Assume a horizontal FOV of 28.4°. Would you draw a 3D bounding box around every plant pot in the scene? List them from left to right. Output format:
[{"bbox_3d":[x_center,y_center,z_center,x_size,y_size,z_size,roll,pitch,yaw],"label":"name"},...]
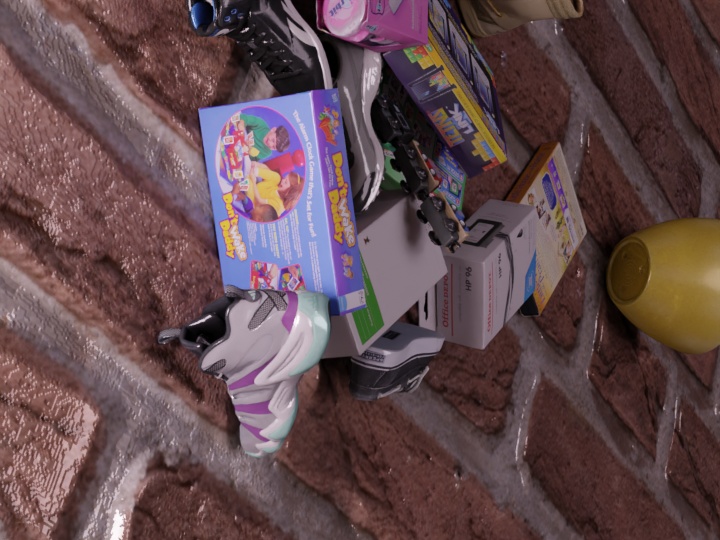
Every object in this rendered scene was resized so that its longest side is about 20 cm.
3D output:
[{"bbox_3d":[0.440,0.011,2.058,0.140,0.199,0.203,11,76,-27],"label":"plant pot"}]

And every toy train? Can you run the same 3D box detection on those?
[{"bbox_3d":[0.061,-0.101,1.483,0.045,0.034,0.202,5,50,-49],"label":"toy train"}]

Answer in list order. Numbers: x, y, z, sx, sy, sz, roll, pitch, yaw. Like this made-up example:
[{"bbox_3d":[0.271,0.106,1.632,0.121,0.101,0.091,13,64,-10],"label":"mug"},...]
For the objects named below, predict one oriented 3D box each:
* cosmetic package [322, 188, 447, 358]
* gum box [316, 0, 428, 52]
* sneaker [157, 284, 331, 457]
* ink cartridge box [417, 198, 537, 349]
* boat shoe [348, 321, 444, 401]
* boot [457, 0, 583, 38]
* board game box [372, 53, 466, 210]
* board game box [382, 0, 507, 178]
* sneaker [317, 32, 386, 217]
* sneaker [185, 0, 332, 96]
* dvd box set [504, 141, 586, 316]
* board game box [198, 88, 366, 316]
[{"bbox_3d":[0.000,0.000,1.462,0.200,0.084,0.109,-41,117,-49],"label":"cosmetic package"},{"bbox_3d":[0.012,-0.320,1.419,0.113,0.065,0.203,7,81,-56],"label":"gum box"},{"bbox_3d":[-0.118,0.084,1.280,0.078,0.138,0.201,-97,-157,-50],"label":"sneaker"},{"bbox_3d":[0.139,0.011,1.661,0.200,0.067,0.117,-42,136,-50],"label":"ink cartridge box"},{"bbox_3d":[0.037,0.099,1.512,0.199,0.073,0.069,-24,128,-73],"label":"boat shoe"},{"bbox_3d":[0.176,-0.381,1.699,0.073,0.154,0.202,-51,128,-45],"label":"boot"},{"bbox_3d":[0.062,-0.143,1.619,0.200,0.029,0.136,35,59,-50],"label":"board game box"},{"bbox_3d":[0.090,-0.229,1.589,0.200,0.056,0.167,51,25,-37],"label":"board game box"},{"bbox_3d":[-0.023,-0.150,1.464,0.079,0.073,0.203,11,72,-46],"label":"sneaker"},{"bbox_3d":[-0.106,-0.221,1.344,0.112,0.072,0.202,-43,114,-45],"label":"sneaker"},{"bbox_3d":[0.238,-0.056,1.872,0.200,0.029,0.148,-54,130,-45],"label":"dvd box set"},{"bbox_3d":[-0.073,-0.058,1.313,0.045,0.133,0.203,-15,100,-55],"label":"board game box"}]
